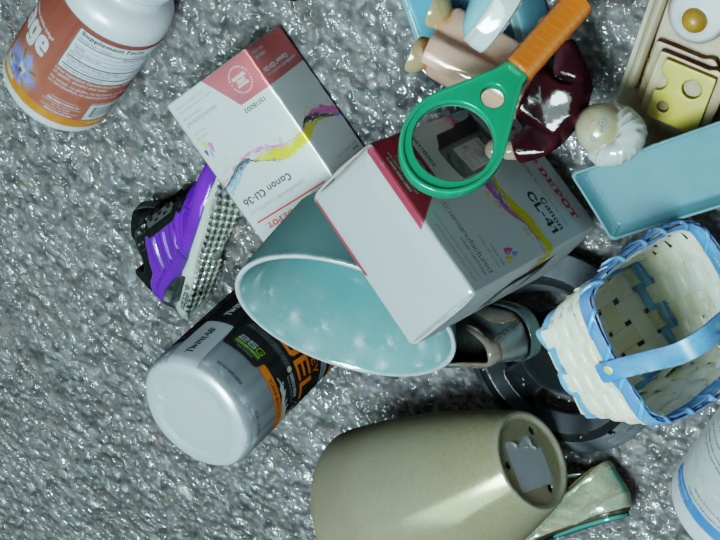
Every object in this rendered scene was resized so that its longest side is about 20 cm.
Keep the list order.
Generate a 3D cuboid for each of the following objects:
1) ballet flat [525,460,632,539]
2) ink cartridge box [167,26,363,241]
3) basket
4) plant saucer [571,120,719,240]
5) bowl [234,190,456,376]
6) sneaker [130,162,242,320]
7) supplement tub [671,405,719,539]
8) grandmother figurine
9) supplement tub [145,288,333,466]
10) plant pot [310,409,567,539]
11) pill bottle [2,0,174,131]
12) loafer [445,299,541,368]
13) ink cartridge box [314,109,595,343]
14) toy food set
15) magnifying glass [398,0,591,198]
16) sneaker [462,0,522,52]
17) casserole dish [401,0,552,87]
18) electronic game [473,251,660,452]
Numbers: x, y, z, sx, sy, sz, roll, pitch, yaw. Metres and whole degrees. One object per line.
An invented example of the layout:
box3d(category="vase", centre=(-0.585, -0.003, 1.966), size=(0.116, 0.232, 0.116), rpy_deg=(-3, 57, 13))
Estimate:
box3d(category="ballet flat", centre=(0.178, 0.236, 1.463), size=(0.200, 0.067, 0.063), rpy_deg=(-30, 72, 35))
box3d(category="ink cartridge box", centre=(-0.069, -0.106, 1.387), size=(0.116, 0.068, 0.200), rpy_deg=(-29, 101, 38))
box3d(category="basket", centre=(0.252, 0.036, 1.181), size=(0.139, 0.176, 0.200), rpy_deg=(58, 150, 2))
box3d(category="plant saucer", centre=(0.263, -0.080, 1.186), size=(0.199, 0.019, 0.070), rpy_deg=(-18, 113, 44))
box3d(category="bowl", centre=(0.000, 0.000, 1.317), size=(0.200, 0.105, 0.201), rpy_deg=(14, 152, 8))
box3d(category="sneaker", centre=(-0.180, -0.046, 1.487), size=(0.099, 0.070, 0.201), rpy_deg=(33, 129, 13))
box3d(category="supplement tub", centre=(0.355, 0.144, 1.246), size=(0.132, 0.132, 0.200), rpy_deg=(32, 130, 10))
box3d(category="grandmother figurine", centre=(0.134, -0.140, 1.199), size=(0.199, 0.061, 0.122), rpy_deg=(29, 118, 14))
box3d(category="supplement tub", centre=(-0.100, 0.081, 1.425), size=(0.122, 0.200, 0.123), rpy_deg=(20, 132, 24))
box3d(category="plant pot", centre=(0.088, 0.206, 1.397), size=(0.200, 0.187, 0.188), rpy_deg=(-29, 101, 41))
box3d(category="pill bottle", centre=(-0.241, -0.228, 1.386), size=(0.112, 0.112, 0.200), rpy_deg=(45, 129, -1))
box3d(category="loafer", centre=(0.074, 0.057, 1.371), size=(0.200, 0.063, 0.072), rpy_deg=(-1, 109, 51))
box3d(category="ink cartridge box", centre=(0.080, -0.046, 1.233), size=(0.148, 0.200, 0.086), rpy_deg=(54, 131, 8))
box3d(category="toy food set", centre=(0.275, -0.159, 1.157), size=(0.143, 0.060, 0.201), rpy_deg=(25, 127, 15))
box3d(category="magnifying glass", centre=(0.106, -0.138, 1.158), size=(0.080, 0.200, 0.022), rpy_deg=(40, 169, 10))
box3d(category="sneaker", centre=(0.107, -0.267, 1.138), size=(0.082, 0.074, 0.201), rpy_deg=(23, 90, -1))
box3d(category="casserole dish", centre=(0.084, -0.230, 1.242), size=(0.121, 0.039, 0.201), rpy_deg=(-7, 114, 34))
box3d(category="electronic game", centre=(0.181, 0.073, 1.363), size=(0.199, 0.042, 0.201), rpy_deg=(18, 122, 31))
